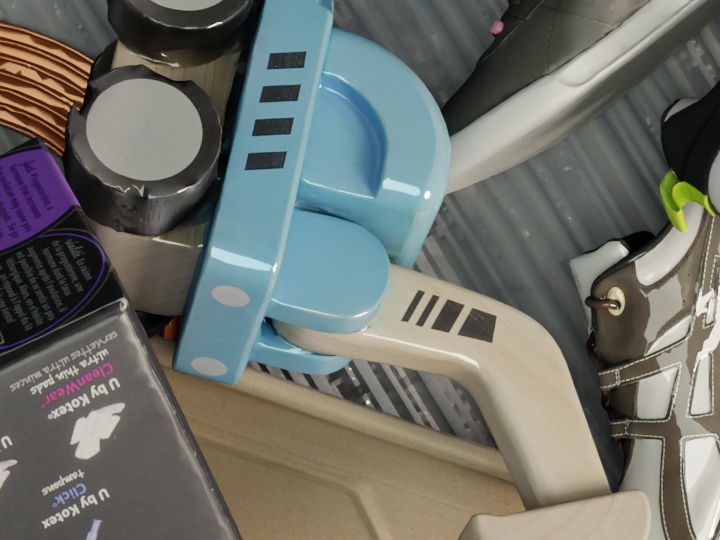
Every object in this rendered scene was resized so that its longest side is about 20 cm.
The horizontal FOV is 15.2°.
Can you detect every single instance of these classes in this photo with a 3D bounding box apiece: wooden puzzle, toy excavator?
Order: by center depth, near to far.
[{"bbox_3d":[0.000,0.000,0.848,0.198,0.100,0.196,13,59,-5],"label":"toy excavator"},{"bbox_3d":[-0.031,0.128,0.919,0.184,0.037,0.201,18,110,9],"label":"wooden puzzle"}]

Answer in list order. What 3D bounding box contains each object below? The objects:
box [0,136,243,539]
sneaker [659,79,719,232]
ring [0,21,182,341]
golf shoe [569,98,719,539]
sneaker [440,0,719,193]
[{"bbox_3d":[-0.090,0.084,0.791,0.105,0.122,0.201,-27,121,-5],"label":"box"},{"bbox_3d":[0.159,-0.091,0.867,0.082,0.072,0.200,17,58,36],"label":"sneaker"},{"bbox_3d":[-0.144,0.013,0.935,0.199,0.019,0.202,0,97,1],"label":"ring"},{"bbox_3d":[0.104,0.037,0.909,0.094,0.078,0.201,24,88,4],"label":"golf shoe"},{"bbox_3d":[0.074,-0.115,0.892,0.200,0.071,0.099,-41,84,10],"label":"sneaker"}]
